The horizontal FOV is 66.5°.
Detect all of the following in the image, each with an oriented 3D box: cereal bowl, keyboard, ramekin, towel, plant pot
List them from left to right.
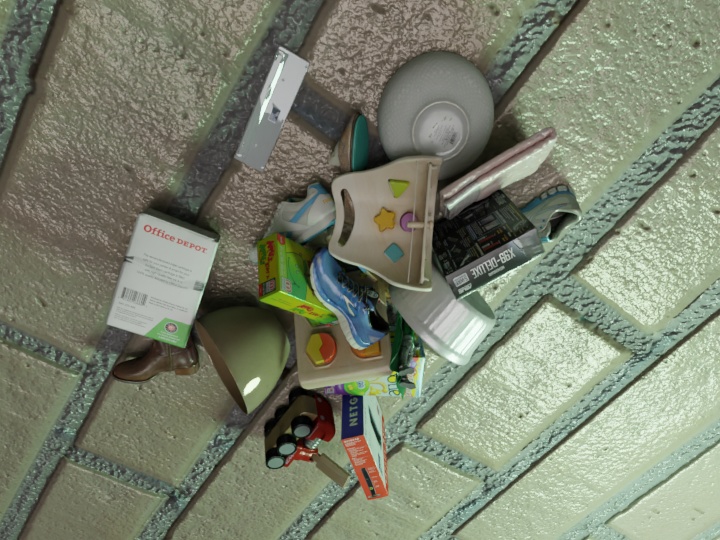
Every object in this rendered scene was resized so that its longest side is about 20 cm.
[{"bbox_3d":[-0.213,0.149,1.057,0.132,0.199,0.205,-31,124,-23],"label":"plant pot"},{"bbox_3d":[-0.148,-0.260,0.903,0.055,0.011,0.203,21,118,-19],"label":"keyboard"},{"bbox_3d":[0.123,-0.236,0.881,0.192,0.084,0.206,0,120,-1],"label":"cereal bowl"},{"bbox_3d":[0.152,0.061,0.996,0.198,0.202,0.098,36,108,-21],"label":"ramekin"},{"bbox_3d":[0.212,-0.145,0.873,0.187,0.200,0.033,-30,85,8],"label":"towel"}]

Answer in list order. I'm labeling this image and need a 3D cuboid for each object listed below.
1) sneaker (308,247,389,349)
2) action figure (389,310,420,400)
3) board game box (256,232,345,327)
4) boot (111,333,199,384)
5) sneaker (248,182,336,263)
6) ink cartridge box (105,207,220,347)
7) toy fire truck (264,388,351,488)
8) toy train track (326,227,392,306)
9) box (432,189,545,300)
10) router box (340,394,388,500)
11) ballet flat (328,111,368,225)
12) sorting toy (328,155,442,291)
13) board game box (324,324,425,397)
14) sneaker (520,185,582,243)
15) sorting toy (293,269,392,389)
[{"bbox_3d":[-0.013,0.040,0.939,0.087,0.079,0.202,-21,116,30],"label":"sneaker"},{"bbox_3d":[0.086,0.120,1.024,0.053,0.204,0.121,-1,132,7],"label":"action figure"},{"bbox_3d":[-0.094,0.021,0.951,0.047,0.105,0.198,-21,152,27],"label":"board game box"},{"bbox_3d":[-0.416,0.123,1.088,0.180,0.065,0.205,-7,125,-13],"label":"boot"},{"bbox_3d":[-0.126,-0.079,0.979,0.197,0.076,0.082,-30,93,22],"label":"sneaker"},{"bbox_3d":[-0.346,0.012,0.978,0.142,0.084,0.206,20,98,-14],"label":"ink cartridge box"},{"bbox_3d":[-0.100,0.388,1.234,0.196,0.130,0.177,25,118,-29],"label":"toy fire truck"},{"bbox_3d":[0.000,0.000,0.993,0.032,0.117,0.200,-32,123,23],"label":"toy train track"},{"bbox_3d":[0.198,-0.052,0.917,0.154,0.201,0.051,-29,114,9],"label":"box"},{"bbox_3d":[0.009,0.331,1.145,0.047,0.202,0.184,-14,121,8],"label":"router box"},{"bbox_3d":[-0.020,-0.166,0.932,0.065,0.068,0.206,10,122,25],"label":"ballet flat"},{"bbox_3d":[0.035,-0.082,0.894,0.173,0.107,0.208,5,97,3],"label":"sorting toy"},{"bbox_3d":[0.026,0.179,1.112,0.192,0.106,0.106,2,122,-4],"label":"board game box"},{"bbox_3d":[0.303,-0.071,0.982,0.197,0.088,0.075,-35,118,19],"label":"sneaker"},{"bbox_3d":[-0.037,0.105,1.032,0.178,0.207,0.037,-10,161,5],"label":"sorting toy"}]
